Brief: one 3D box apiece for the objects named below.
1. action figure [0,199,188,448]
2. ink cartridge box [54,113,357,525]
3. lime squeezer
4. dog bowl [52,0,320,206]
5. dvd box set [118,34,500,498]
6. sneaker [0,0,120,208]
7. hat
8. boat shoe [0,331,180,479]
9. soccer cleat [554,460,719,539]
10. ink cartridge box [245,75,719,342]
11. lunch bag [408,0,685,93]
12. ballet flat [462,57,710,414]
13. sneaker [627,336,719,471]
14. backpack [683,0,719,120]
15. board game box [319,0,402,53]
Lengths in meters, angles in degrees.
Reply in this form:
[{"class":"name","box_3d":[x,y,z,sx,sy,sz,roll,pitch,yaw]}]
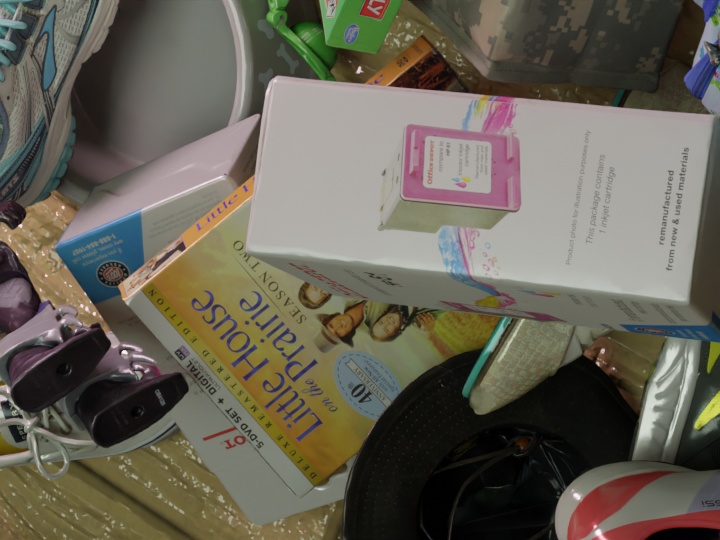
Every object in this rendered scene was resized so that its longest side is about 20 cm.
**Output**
[{"class":"action figure","box_3d":[-0.171,0.022,1.220,0.069,0.130,0.200,-43,38,-7]},{"class":"ink cartridge box","box_3d":[-0.056,0.030,1.269,0.115,0.068,0.200,-21,115,27]},{"class":"lime squeezer","box_3d":[-0.017,-0.136,1.247,0.038,0.070,0.201,9,108,62]},{"class":"dog bowl","box_3d":[-0.120,-0.119,1.305,0.200,0.059,0.201,7,104,29]},{"class":"dvd box set","box_3d":[0.000,0.000,1.195,0.200,0.029,0.146,-38,110,2]},{"class":"sneaker","box_3d":[-0.184,-0.120,1.256,0.077,0.086,0.200,20,111,24]},{"class":"hat","box_3d":[0.070,0.134,1.230,0.081,0.200,0.201,-175,72,-70]},{"class":"boat shoe","box_3d":[-0.186,0.081,1.371,0.202,0.086,0.075,-11,96,32]},{"class":"soccer cleat","box_3d":[0.194,0.119,1.115,0.199,0.073,0.068,-6,117,-14]},{"class":"ink cartridge box","box_3d":[0.065,-0.025,1.061,0.200,0.145,0.085,8,83,17]},{"class":"lunch bag","box_3d":[0.080,-0.199,1.132,0.200,0.117,0.164,50,131,49]},{"class":"ballet flat","box_3d":[0.119,-0.010,1.157,0.062,0.067,0.200,27,89,7]},{"class":"sneaker","box_3d":[0.190,0.031,1.164,0.084,0.074,0.200,16,110,6]},{"class":"backpack","box_3d":[0.211,-0.136,0.975,0.147,0.183,0.200,44,160,14]},{"class":"board game box","box_3d":[0.007,-0.221,1.134,0.135,0.029,0.200,116,154,-44]}]
